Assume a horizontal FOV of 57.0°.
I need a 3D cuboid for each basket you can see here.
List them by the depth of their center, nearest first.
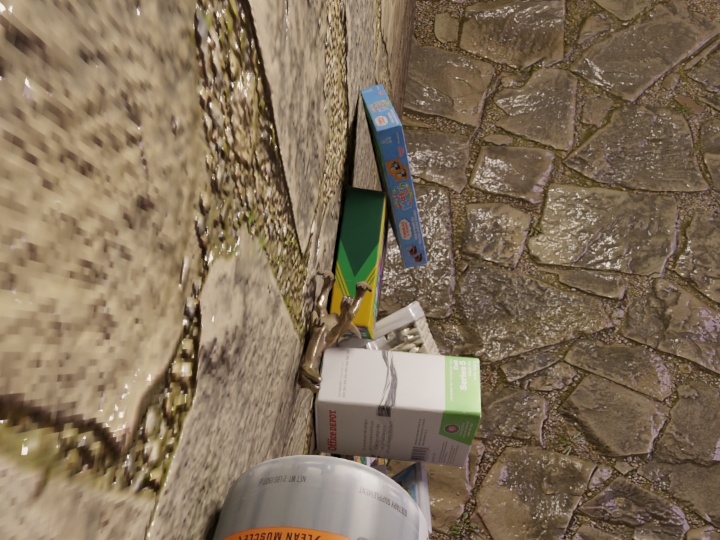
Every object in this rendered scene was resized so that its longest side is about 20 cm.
[{"bbox_3d":[0.059,0.137,1.097,0.125,0.134,0.200,63,8,4],"label":"basket"}]

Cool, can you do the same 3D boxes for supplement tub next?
[{"bbox_3d":[-0.031,0.204,0.314,0.201,0.121,0.124,-80,175,-48],"label":"supplement tub"}]

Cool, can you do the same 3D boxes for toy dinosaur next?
[{"bbox_3d":[-0.032,0.055,0.690,0.200,0.058,0.102,-44,156,-72],"label":"toy dinosaur"}]

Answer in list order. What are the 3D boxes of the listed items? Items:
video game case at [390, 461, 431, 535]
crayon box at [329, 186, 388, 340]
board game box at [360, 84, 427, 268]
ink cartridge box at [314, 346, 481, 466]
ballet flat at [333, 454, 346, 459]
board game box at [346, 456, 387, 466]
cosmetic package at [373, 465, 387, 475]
[{"bbox_3d":[0.002,0.312,0.797,0.022,0.181,0.200,58,4,1],"label":"video game case"},{"bbox_3d":[0.000,0.000,0.914,0.200,0.057,0.175,75,24,-79],"label":"crayon box"},{"bbox_3d":[0.045,-0.127,0.895,0.152,0.036,0.202,-104,179,-56],"label":"board game box"},{"bbox_3d":[0.045,0.176,0.849,0.147,0.197,0.085,93,3,-50],"label":"ink cartridge box"},{"bbox_3d":[-0.012,0.283,1.223,0.067,0.067,0.203,59,33,-56],"label":"ballet flat"},{"bbox_3d":[0.011,0.251,1.201,0.104,0.023,0.203,10,76,-50],"label":"board game box"},{"bbox_3d":[0.017,0.387,1.484,0.151,0.051,0.203,109,-23,-65],"label":"cosmetic package"}]
